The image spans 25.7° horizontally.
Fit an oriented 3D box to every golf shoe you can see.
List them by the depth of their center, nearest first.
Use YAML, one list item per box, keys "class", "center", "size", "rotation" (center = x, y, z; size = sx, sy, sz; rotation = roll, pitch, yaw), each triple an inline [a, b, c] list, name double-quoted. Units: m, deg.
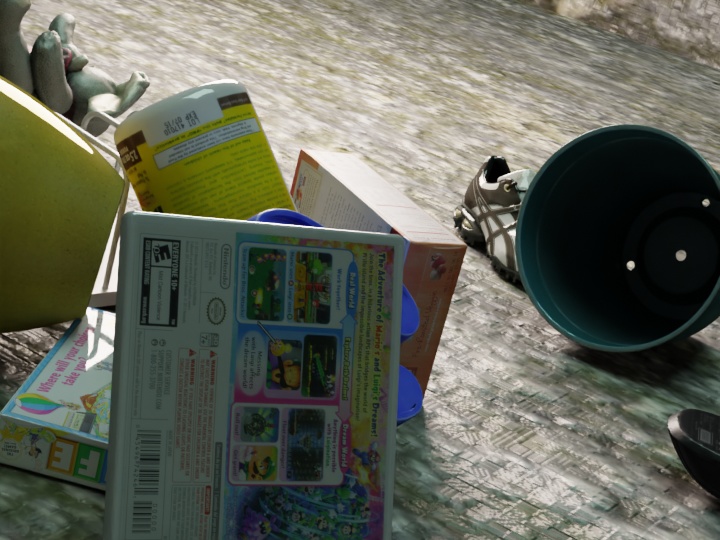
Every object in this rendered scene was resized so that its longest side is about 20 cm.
- class: "golf shoe"
  center: [0.161, -0.050, 1.581]
  size: [0.078, 0.095, 0.200]
  rotation: [2, 24, -33]

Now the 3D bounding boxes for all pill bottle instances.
- class: "pill bottle"
  center: [-0.102, -0.035, 1.189]
  size: [0.109, 0.200, 0.109]
  rotation: [-23, 1, 0]

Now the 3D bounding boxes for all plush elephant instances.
- class: "plush elephant"
  center: [-0.284, -0.168, 1.425]
  size: [0.164, 0.200, 0.155]
  rotation: [-17, 8, 42]

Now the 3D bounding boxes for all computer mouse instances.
- class: "computer mouse"
  center: [0.315, 0.175, 1.158]
  size: [0.199, 0.046, 0.140]
  rotation: [20, 24, 0]

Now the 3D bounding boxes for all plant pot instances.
- class: "plant pot"
  center: [-0.247, -0.035, 1.108]
  size: [0.142, 0.200, 0.200]
  rotation: [17, 19, -9]
- class: "plant pot"
  center: [0.270, -0.022, 1.459]
  size: [0.200, 0.201, 0.188]
  rotation: [25, 8, 28]

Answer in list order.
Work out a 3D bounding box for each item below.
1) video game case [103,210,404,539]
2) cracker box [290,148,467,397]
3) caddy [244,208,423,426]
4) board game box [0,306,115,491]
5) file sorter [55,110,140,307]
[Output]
- class: "video game case"
  center: [-0.061, 0.071, 0.951]
  size: [0.182, 0.201, 0.024]
  rotation: [4, -5, -26]
- class: "cracker box"
  center: [0.000, 0.000, 1.267]
  size: [0.058, 0.134, 0.200]
  rotation: [4, 23, -29]
- class: "caddy"
  center: [-0.049, 0.050, 1.066]
  size: [0.200, 0.105, 0.142]
  rotation: [30, 46, -37]
- class: "board game box"
  center: [-0.152, 0.089, 1.066]
  size: [0.134, 0.034, 0.200]
  rotation: [15, 19, 1]
- class: "file sorter"
  center: [-0.200, -0.058, 1.298]
  size: [0.200, 0.125, 0.139]
  rotation: [-6, 29, -46]
